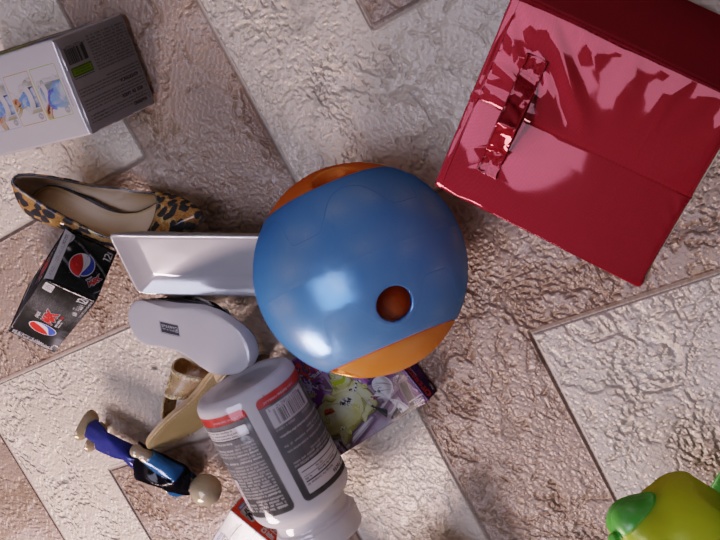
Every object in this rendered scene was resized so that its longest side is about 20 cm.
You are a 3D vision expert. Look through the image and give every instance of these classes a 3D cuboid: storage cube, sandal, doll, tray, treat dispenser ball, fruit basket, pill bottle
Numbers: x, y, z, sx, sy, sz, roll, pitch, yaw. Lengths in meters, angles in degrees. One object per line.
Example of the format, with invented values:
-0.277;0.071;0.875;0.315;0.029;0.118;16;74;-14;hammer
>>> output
0.189;-0.124;0.880;0.180;0.200;0.171;27;124;9;storage cube
-0.188;0.126;1.308;0.212;0.078;0.070;-42;64;31;sandal
-0.261;0.240;1.389;0.200;0.049;0.137;24;155;18;doll
-0.157;-0.011;1.194;0.200;0.022;0.107;1;145;10;tray
0.000;0.000;1.042;0.201;0.201;0.201;13;119;24;treat dispenser ball
0.314;0.224;0.998;0.215;0.156;0.216;7;121;11;fruit basket
-0.084;0.205;1.213;0.116;0.116;0.200;-18;103;35;pill bottle

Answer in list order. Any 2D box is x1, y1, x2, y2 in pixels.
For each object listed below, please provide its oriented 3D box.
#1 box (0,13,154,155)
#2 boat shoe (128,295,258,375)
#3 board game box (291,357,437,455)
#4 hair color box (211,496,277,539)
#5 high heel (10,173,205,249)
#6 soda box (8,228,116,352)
-0.341;-0.193;1.199;0.200;0.112;0.102;-7;111;33;box
-0.172;0.064;1.239;0.200;0.068;0.072;8;109;43;boat shoe
-0.023;0.133;1.231;0.200;0.032;0.120;-38;87;37;board game box
-0.086;0.366;1.358;0.200;0.064;0.111;37;126;7;hair color box
-0.276;-0.070;1.208;0.200;0.072;0.143;-4;154;36;high heel
-0.346;0.026;1.289;0.063;0.071;0.200;26;150;-18;soda box
